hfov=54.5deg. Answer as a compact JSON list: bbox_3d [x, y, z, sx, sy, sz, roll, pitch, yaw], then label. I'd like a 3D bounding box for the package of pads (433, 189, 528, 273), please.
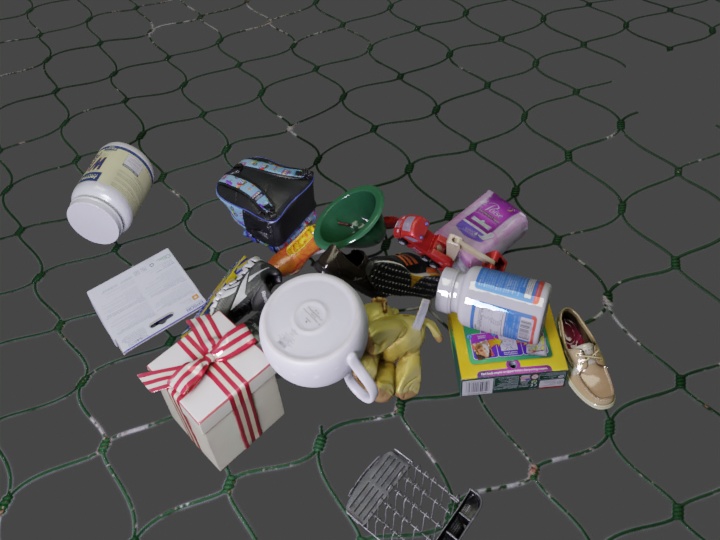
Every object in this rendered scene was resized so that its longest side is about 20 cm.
[{"bbox_3d":[0.252,-0.073,1.487,0.198,0.077,0.120,-36,57,-25],"label":"package of pads"}]

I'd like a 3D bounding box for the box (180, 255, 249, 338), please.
[{"bbox_3d":[-0.270,0.071,1.394,0.070,0.064,0.202,41,52,-14],"label":"box"}]

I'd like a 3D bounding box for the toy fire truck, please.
[{"bbox_3d":[0.172,-0.042,1.344,0.140,0.198,0.050,-4,56,58],"label":"toy fire truck"}]

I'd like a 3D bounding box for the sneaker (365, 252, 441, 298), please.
[{"bbox_3d":[0.078,-0.001,1.401,0.196,0.071,0.091,12,31,-36],"label":"sneaker"}]

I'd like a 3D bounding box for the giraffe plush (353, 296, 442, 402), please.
[{"bbox_3d":[0.036,0.120,1.291,0.203,0.171,0.161,-57,35,-3],"label":"giraffe plush"}]

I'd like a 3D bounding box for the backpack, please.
[{"bbox_3d":[-0.216,-0.157,1.559,0.196,0.137,0.184,23,54,23],"label":"backpack"}]

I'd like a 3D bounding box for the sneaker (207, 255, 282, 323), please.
[{"bbox_3d":[-0.216,0.053,1.335,0.088,0.068,0.201,14,47,24],"label":"sneaker"}]

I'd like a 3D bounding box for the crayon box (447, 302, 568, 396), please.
[{"bbox_3d":[0.270,0.138,1.310,0.193,0.059,0.176,-5,47,1],"label":"crayon box"}]

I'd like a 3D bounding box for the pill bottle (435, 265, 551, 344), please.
[{"bbox_3d":[0.240,0.056,1.270,0.195,0.114,0.114,15,51,19],"label":"pill bottle"}]

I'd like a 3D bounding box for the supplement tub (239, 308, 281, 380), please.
[{"bbox_3d":[-0.128,0.105,1.329,0.198,0.125,0.122,-36,55,-26],"label":"supplement tub"}]

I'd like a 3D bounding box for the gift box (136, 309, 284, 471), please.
[{"bbox_3d":[-0.261,0.198,1.214,0.197,0.190,0.184,31,57,27],"label":"gift box"}]

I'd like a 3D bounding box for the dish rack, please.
[{"bbox_3d":[0.078,0.378,1.116,0.197,0.055,0.153,30,56,28],"label":"dish rack"}]

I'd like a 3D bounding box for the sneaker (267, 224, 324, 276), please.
[{"bbox_3d":[-0.122,-0.057,1.504,0.198,0.078,0.073,-35,56,-22],"label":"sneaker"}]

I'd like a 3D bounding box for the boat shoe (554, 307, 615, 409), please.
[{"bbox_3d":[0.404,0.156,1.275,0.072,0.067,0.203,-14,49,-8],"label":"boat shoe"}]

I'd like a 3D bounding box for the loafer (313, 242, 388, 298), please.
[{"bbox_3d":[0.000,0.000,1.381,0.073,0.197,0.073,42,107,44],"label":"loafer"}]

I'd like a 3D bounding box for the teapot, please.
[{"bbox_3d":[-0.069,0.117,1.161,0.191,0.148,0.205,-5,53,5],"label":"teapot"}]

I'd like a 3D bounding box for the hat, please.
[{"bbox_3d":[0.024,-0.064,1.477,0.197,0.177,0.167,-32,38,9],"label":"hat"}]

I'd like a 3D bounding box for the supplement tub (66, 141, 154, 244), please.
[{"bbox_3d":[-0.571,-0.177,1.600,0.140,0.147,0.204,5,48,9],"label":"supplement tub"}]

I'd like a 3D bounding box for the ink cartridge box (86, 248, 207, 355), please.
[{"bbox_3d":[-0.437,0.068,1.443,0.197,0.041,0.200,-30,53,-21],"label":"ink cartridge box"}]
